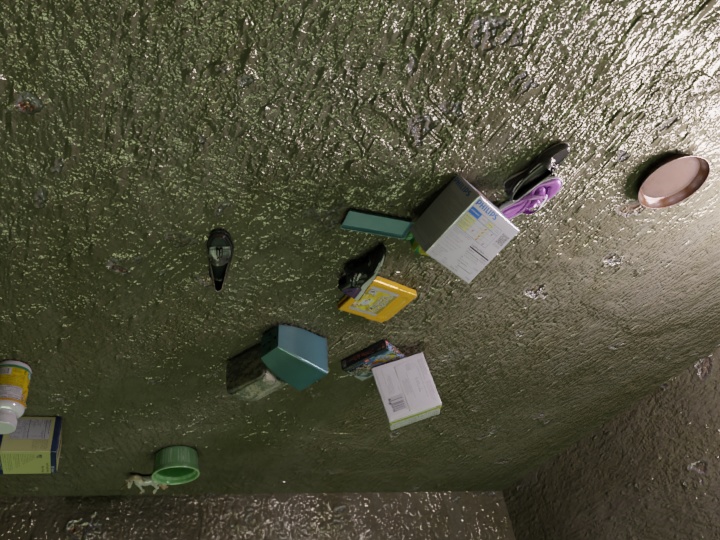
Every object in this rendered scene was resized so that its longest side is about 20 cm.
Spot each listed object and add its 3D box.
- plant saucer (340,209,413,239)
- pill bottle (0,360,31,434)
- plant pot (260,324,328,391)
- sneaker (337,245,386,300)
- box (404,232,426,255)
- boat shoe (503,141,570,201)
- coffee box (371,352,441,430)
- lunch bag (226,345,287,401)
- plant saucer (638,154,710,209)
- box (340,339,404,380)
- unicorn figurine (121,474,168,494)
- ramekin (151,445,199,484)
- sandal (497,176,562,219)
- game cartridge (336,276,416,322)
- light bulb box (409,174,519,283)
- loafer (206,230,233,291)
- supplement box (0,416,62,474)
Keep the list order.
[{"bbox_3d":[0.045,-0.128,1.666,0.197,0.019,0.070,9,138,-23],"label":"plant saucer"},{"bbox_3d":[-1.090,0.391,1.881,0.111,0.202,0.113,-7,143,-5],"label":"pill bottle"},{"bbox_3d":[-0.225,0.274,2.015,0.141,0.143,0.199,-34,130,27],"label":"plant pot"},{"bbox_3d":[0.000,0.000,1.775,0.087,0.076,0.201,26,121,-13],"label":"sneaker"},{"bbox_3d":[0.233,-0.089,1.742,0.198,0.049,0.118,15,135,-28],"label":"box"},{"bbox_3d":[0.463,-0.251,1.584,0.199,0.058,0.066,-36,137,29],"label":"boat shoe"},{"bbox_3d":[0.168,0.445,2.237,0.197,0.202,0.198,-18,157,-3],"label":"coffee box"},{"bbox_3d":[-0.342,0.364,2.094,0.199,0.141,0.167,-29,139,23],"label":"lunch bag"},{"bbox_3d":[0.870,-0.253,1.708,0.197,0.035,0.201,-8,143,-6],"label":"plant saucer"},{"bbox_3d":[0.046,0.330,2.236,0.198,0.038,0.136,-29,140,21],"label":"box"},{"bbox_3d":[-0.979,0.962,2.761,0.198,0.074,0.139,-11,136,-24],"label":"unicorn figurine"},{"bbox_3d":[-0.788,0.830,2.609,0.197,0.099,0.201,-8,143,-6],"label":"ramekin"},{"bbox_3d":[0.468,-0.184,1.677,0.201,0.050,0.082,-32,138,24],"label":"sandal"},{"bbox_3d":[0.053,0.094,1.940,0.198,0.033,0.176,21,132,-33],"label":"game cartridge"},{"bbox_3d":[0.273,-0.107,1.614,0.197,0.125,0.200,31,109,-37],"label":"light bulb box"},{"bbox_3d":[-0.379,-0.022,1.652,0.071,0.064,0.201,-1,141,-14],"label":"loafer"},{"bbox_3d":[-1.202,0.637,2.221,0.197,0.136,0.201,6,139,-21],"label":"supplement box"}]
